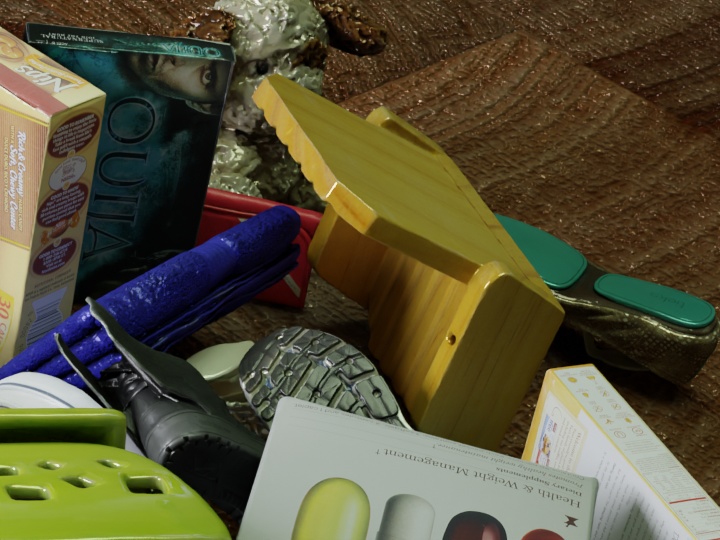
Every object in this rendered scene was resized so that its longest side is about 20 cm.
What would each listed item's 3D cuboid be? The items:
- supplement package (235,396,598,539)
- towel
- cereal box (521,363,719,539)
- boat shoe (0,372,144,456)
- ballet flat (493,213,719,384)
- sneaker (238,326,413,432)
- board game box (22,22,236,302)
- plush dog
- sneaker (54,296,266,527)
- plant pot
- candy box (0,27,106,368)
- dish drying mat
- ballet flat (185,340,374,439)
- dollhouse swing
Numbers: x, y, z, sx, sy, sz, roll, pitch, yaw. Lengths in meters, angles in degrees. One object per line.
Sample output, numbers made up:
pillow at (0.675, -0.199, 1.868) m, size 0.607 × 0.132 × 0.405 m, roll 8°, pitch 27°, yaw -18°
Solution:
supplement package at (0.017, 0.199, 1.574) m, size 0.191 × 0.147 × 0.200 m, roll 14°, pitch 30°, yaw 1°
towel at (-0.133, 0.034, 1.811) m, size 0.200 × 0.148 × 0.050 m, roll -30°, pitch 86°, yaw -49°
cereal box at (0.154, 0.169, 1.679) m, size 0.039 × 0.144 × 0.200 m, roll -5°, pitch 36°, yaw -29°
boat shoe at (-0.164, 0.128, 1.691) m, size 0.200 × 0.074 × 0.065 m, roll 34°, pitch 32°, yaw 31°
ballet flat at (0.150, 0.025, 1.984) m, size 0.200 × 0.065 × 0.070 m, roll 26°, pitch 34°, yaw 24°
sneaker at (0.003, 0.116, 1.760) m, size 0.200 × 0.089 × 0.079 m, roll 41°, pitch 68°, yaw 13°
board game box at (-0.164, -0.065, 1.877) m, size 0.135 × 0.200 × 0.028 m, roll 4°, pitch 36°, yaw -15°
plush dog at (-0.073, -0.122, 2.029) m, size 0.200 × 0.172 × 0.160 m, roll -16°, pitch 41°, yaw -38°
sneaker at (-0.092, 0.096, 1.697) m, size 0.200 × 0.060 × 0.104 m, roll 36°, pitch 11°, yaw -47°
plant pot at (-0.193, 0.178, 1.490) m, size 0.198 × 0.201 × 0.182 m, roll -1°, pitch 27°, yaw -22°
candy box at (-0.230, -0.045, 1.820) m, size 0.115 × 0.200 × 0.055 m, roll 32°, pitch 36°, yaw 27°
dish drying mat at (-0.128, -0.026, 1.947) m, size 0.199 × 0.077 × 0.018 m, roll 12°, pitch 33°, yaw -4°
ballet flat at (-0.061, 0.072, 1.829) m, size 0.200 × 0.072 × 0.072 m, roll -12°, pitch 39°, yaw -37°
dollhouse swing at (0.000, 0.000, 1.822) m, size 0.175 × 0.182 × 0.200 m, roll 9°, pitch 30°, yaw -32°
